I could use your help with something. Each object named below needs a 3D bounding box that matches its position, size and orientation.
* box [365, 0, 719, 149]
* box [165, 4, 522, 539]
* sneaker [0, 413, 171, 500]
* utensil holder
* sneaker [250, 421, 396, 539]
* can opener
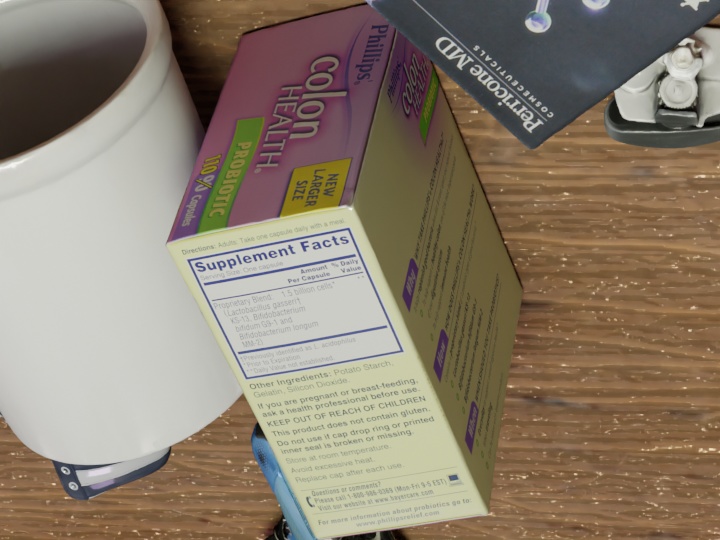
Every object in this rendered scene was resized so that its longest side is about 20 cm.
[{"bbox_3d":[0.101,-0.179,0.966,0.148,0.107,0.200,39,127,-20],"label":"box"},{"bbox_3d":[0.000,0.000,1.091,0.096,0.176,0.201,-10,127,19],"label":"box"},{"bbox_3d":[-0.199,0.069,1.264,0.198,0.070,0.109,10,129,1],"label":"sneaker"},{"bbox_3d":[-0.149,-0.025,1.113,0.169,0.171,0.201,-6,131,17],"label":"utensil holder"},{"bbox_3d":[-0.029,0.166,1.303,0.089,0.079,0.201,-7,127,22],"label":"sneaker"},{"bbox_3d":[0.220,-0.088,1.062,0.198,0.053,0.067,4,164,11],"label":"can opener"}]
